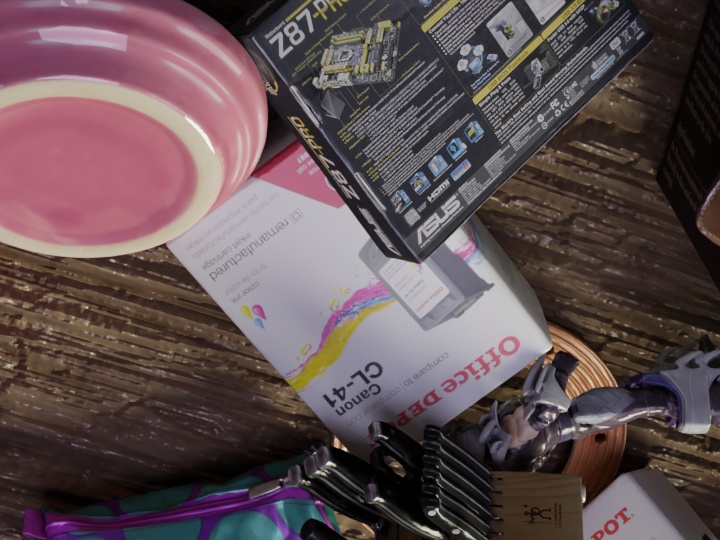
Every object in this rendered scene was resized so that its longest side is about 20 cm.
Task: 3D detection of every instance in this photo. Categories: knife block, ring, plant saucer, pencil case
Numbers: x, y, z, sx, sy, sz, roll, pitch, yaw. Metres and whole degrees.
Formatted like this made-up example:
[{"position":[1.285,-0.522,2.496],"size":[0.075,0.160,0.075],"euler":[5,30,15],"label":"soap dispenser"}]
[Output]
[{"position":[0.046,0.174,1.039],"size":[0.175,0.064,0.200],"euler":[2,137,4],"label":"knife block"},{"position":[0.079,0.113,1.153],"size":[0.200,0.019,0.201],"euler":[-3,120,-5],"label":"ring"},{"position":[-0.148,-0.069,0.902],"size":[0.200,0.051,0.201],"euler":[-3,145,-2],"label":"plant saucer"},{"position":[-0.112,0.175,1.126],"size":[0.199,0.085,0.093],"euler":[-12,135,0],"label":"pencil case"}]

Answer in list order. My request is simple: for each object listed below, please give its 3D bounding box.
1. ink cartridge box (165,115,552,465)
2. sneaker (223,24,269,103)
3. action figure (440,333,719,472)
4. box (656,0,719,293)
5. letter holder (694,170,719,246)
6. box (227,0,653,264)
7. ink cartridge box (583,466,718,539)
[{"position":[0.000,0.000,1.035],"size":[0.147,0.086,0.200],"euler":[-36,108,12],"label":"ink cartridge box"},{"position":[-0.130,-0.077,1.006],"size":[0.199,0.076,0.088],"euler":[-17,132,8],"label":"sneaker"},{"position":[0.138,0.089,1.075],"size":[0.199,0.130,0.070],"euler":[-12,78,-6],"label":"action figure"},{"position":[0.288,-0.092,0.981],"size":[0.164,0.166,0.201],"euler":[8,118,-10],"label":"box"},{"position":[0.290,-0.016,0.871],"size":[0.199,0.101,0.142],"euler":[22,116,-15],"label":"letter holder"},{"position":[0.048,-0.128,0.945],"size":[0.200,0.049,0.161],"euler":[-44,113,-15],"label":"box"},{"position":[0.197,0.252,1.140],"size":[0.146,0.084,0.200],"euler":[-45,70,16],"label":"ink cartridge box"}]
